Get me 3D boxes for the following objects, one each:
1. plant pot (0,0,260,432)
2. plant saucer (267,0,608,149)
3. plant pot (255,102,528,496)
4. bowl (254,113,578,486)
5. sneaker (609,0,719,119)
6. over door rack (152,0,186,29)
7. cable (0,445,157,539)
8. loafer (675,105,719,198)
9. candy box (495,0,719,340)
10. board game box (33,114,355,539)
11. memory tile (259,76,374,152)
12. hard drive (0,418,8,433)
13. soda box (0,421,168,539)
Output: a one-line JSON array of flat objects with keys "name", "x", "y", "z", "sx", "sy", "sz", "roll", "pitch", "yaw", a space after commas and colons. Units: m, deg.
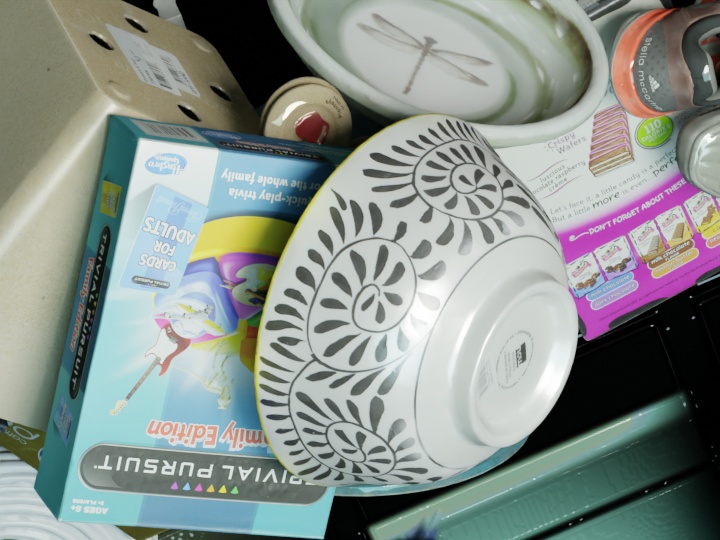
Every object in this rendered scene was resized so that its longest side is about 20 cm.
[{"name": "plant pot", "x": -0.153, "y": -0.042, "z": 1.441, "sx": 0.199, "sy": 0.200, "sz": 0.177, "roll": 22, "pitch": 115, "yaw": -40}, {"name": "plant saucer", "x": 0.037, "y": -0.122, "z": 1.471, "sx": 0.199, "sy": 0.201, "sz": 0.050, "roll": 10, "pitch": 129, "yaw": -17}, {"name": "plant pot", "x": 0.000, "y": 0.000, "z": 1.538, "sx": 0.198, "sy": 0.200, "sz": 0.189, "roll": -5, "pitch": 112, "yaw": -9}, {"name": "bowl", "x": 0.047, "y": 0.031, "z": 1.342, "sx": 0.200, "sy": 0.094, "sz": 0.202, "roll": -29, "pitch": 130, "yaw": -42}, {"name": "sneaker", "x": 0.229, "y": -0.133, "z": 1.520, "sx": 0.200, "sy": 0.082, "sz": 0.078, "roll": -33, "pitch": 116, "yaw": -38}, {"name": "over door rack", "x": -0.189, "y": -0.182, "z": 1.469, "sx": 0.147, "sy": 0.067, "sz": 0.201, "roll": -18, "pitch": 135, "yaw": -1}, {"name": "cable", "x": -0.221, "y": 0.184, "z": 1.654, "sx": 0.199, "sy": 0.069, "sz": 0.200, "roll": 33, "pitch": 107, "yaw": -25}, {"name": "loafer", "x": 0.255, "y": -0.081, "z": 1.572, "sx": 0.199, "sy": 0.070, "sz": 0.070, "roll": -7, "pitch": 118, "yaw": -37}, {"name": "candy box", "x": 0.148, "y": -0.076, "z": 1.593, "sx": 0.136, "sy": 0.061, "sz": 0.201, "roll": -28, "pitch": 121, "yaw": 3}, {"name": "board game box", "x": -0.070, "y": 0.032, "z": 1.361, "sx": 0.150, "sy": 0.047, "sz": 0.202, "roll": 6, "pitch": 105, "yaw": -26}, {"name": "memory tile", "x": -0.010, "y": 0.008, "z": 1.416, "sx": 0.200, "sy": 0.017, "sz": 0.154, "roll": 40, "pitch": 89, "yaw": -31}, {"name": "hard drive", "x": -0.280, "y": 0.043, "z": 1.489, "sx": 0.135, "sy": 0.201, "sz": 0.042, "roll": -38, "pitch": 143, "yaw": 12}, {"name": "soda box", "x": -0.181, "y": 0.074, "z": 1.572, "sx": 0.200, "sy": 0.064, "sz": 0.068, "roll": 38, "pitch": 149, "yaw": -15}]
